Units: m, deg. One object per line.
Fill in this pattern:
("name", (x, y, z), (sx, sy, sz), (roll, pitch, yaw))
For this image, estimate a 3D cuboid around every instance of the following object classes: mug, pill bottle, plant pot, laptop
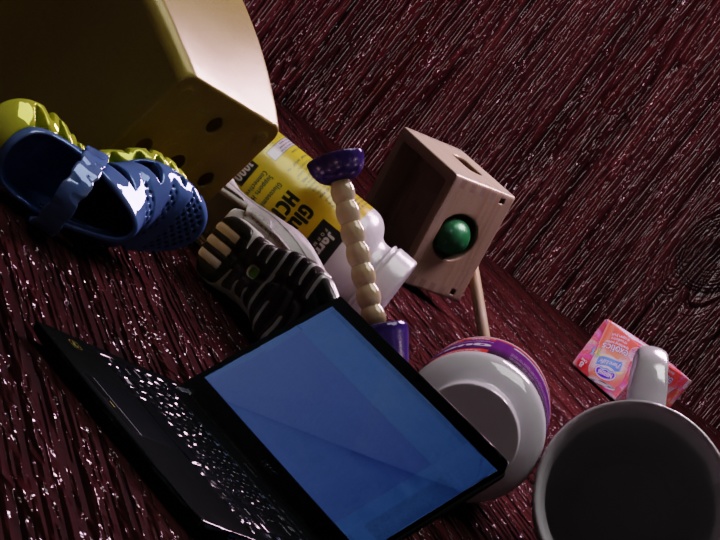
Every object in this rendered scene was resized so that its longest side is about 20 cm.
("mug", (0.209, 0.157, 1.481), (0.147, 0.201, 0.175), (9, -10, 7))
("pill bottle", (-0.052, -0.036, 1.719), (0.200, 0.113, 0.112), (38, 7, 3))
("pill bottle", (0.087, 0.113, 1.466), (0.112, 0.113, 0.200), (39, 6, 4))
("plant pot", (-0.180, -0.141, 1.476), (0.177, 0.200, 0.200), (55, 14, 29))
("laptop", (-0.047, 0.072, 1.059), (0.177, 0.103, 0.200), (43, 8, 38))

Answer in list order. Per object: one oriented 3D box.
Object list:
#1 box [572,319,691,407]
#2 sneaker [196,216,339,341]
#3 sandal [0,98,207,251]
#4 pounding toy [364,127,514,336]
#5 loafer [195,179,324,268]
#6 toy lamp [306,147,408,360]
("box", (0.436, 0.163, 3.094), (0.103, 0.095, 0.200), (42, 7, 31))
("sneaker", (-0.040, 0.033, 1.503), (0.115, 0.076, 0.200), (37, 6, -41))
("sandal", (-0.176, -0.046, 1.318), (0.199, 0.080, 0.087), (17, 24, -50))
("pounding toy", (0.109, -0.046, 2.479), (0.142, 0.185, 0.200), (19, 16, -34))
("loafer", (-0.107, -0.030, 1.628), (0.200, 0.070, 0.070), (43, 29, 8))
("toy lamp", (0.000, 0.000, 1.633), (0.058, 0.058, 0.201), (21, 54, -69))
